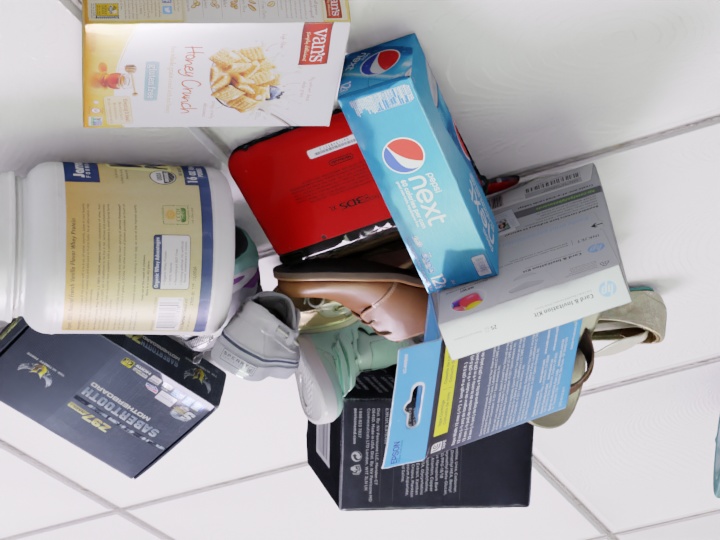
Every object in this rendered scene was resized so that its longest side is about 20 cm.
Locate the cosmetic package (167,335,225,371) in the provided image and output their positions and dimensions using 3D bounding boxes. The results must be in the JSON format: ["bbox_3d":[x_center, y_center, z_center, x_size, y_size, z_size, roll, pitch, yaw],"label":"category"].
[{"bbox_3d":[-0.196,0.080,1.820,0.199,0.051,0.082,-21,145,27],"label":"cosmetic package"}]

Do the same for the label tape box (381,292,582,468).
[{"bbox_3d":[0.098,0.080,1.613,0.198,0.066,0.144,-16,132,-25],"label":"label tape box"}]

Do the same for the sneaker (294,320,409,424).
[{"bbox_3d":[-0.006,0.082,1.750,0.117,0.201,0.075,-6,112,-6],"label":"sneaker"}]

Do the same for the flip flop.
[{"bbox_3d":[0.192,0.076,1.721,0.080,0.058,0.201,4,129,-16],"label":"flip flop"}]

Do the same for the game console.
[{"bbox_3d":[0.014,-0.087,1.580,0.198,0.119,0.173,-18,119,22],"label":"game console"}]

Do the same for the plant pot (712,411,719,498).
[{"bbox_3d":[0.497,0.201,2.054,0.186,0.202,0.201,7,154,8],"label":"plant pot"}]

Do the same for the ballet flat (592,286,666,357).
[{"bbox_3d":[0.213,0.059,1.848,0.198,0.063,0.068,-9,152,7],"label":"ballet flat"}]

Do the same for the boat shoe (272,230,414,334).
[{"bbox_3d":[0.001,0.002,1.695,0.199,0.074,0.063,-14,139,13],"label":"boat shoe"}]

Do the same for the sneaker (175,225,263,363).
[{"bbox_3d":[-0.181,0.039,1.686,0.198,0.078,0.141,-8,137,7],"label":"sneaker"}]

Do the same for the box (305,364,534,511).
[{"bbox_3d":[0.057,0.165,1.867,0.198,0.119,0.197,0,-172,-11],"label":"box"}]

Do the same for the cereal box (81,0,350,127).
[{"bbox_3d":[-0.113,-0.161,1.391,0.198,0.040,0.144,-1,152,-9],"label":"cereal box"}]

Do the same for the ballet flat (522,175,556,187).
[{"bbox_3d":[0.142,-0.011,1.680,0.071,0.072,0.201,9,119,-26],"label":"ballet flat"}]

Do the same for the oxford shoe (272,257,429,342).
[{"bbox_3d":[0.017,0.027,1.620,0.198,0.072,0.071,7,-169,-14],"label":"oxford shoe"}]

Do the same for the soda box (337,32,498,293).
[{"bbox_3d":[0.049,-0.083,1.455,0.064,0.068,0.201,-15,124,16],"label":"soda box"}]

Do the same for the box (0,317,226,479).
[{"bbox_3d":[-0.254,0.105,1.767,0.199,0.051,0.157,35,130,-20],"label":"box"}]

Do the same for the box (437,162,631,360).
[{"bbox_3d":[0.139,-0.012,1.531,0.154,0.200,0.041,-19,114,9],"label":"box"}]

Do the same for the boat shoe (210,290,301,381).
[{"bbox_3d":[-0.077,0.053,1.595,0.073,0.067,0.200,32,-174,-1],"label":"boat shoe"}]

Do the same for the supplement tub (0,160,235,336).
[{"bbox_3d":[-0.212,-0.018,1.529,0.198,0.146,0.145,1,152,-14],"label":"supplement tub"}]
